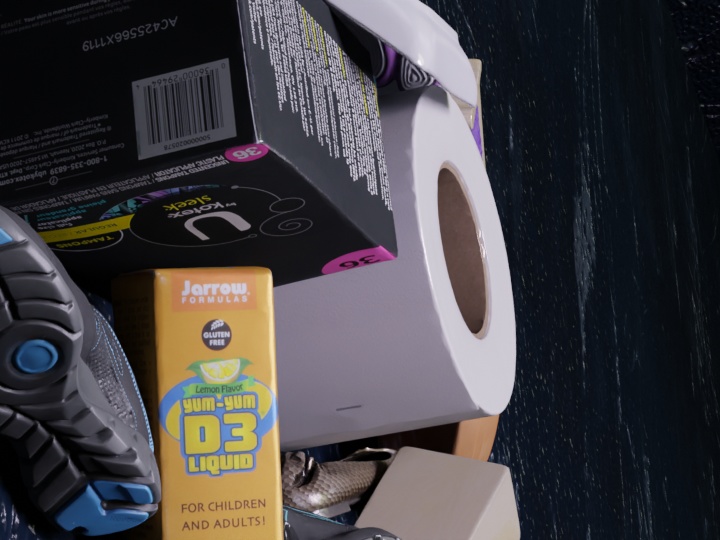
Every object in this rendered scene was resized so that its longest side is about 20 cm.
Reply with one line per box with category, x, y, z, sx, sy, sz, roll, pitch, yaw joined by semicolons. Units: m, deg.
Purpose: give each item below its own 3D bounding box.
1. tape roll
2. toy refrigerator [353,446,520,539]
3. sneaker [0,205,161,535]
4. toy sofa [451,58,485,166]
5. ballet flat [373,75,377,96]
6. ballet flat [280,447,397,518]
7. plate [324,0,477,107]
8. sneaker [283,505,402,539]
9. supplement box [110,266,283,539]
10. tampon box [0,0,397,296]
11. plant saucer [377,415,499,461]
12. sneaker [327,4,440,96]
tape roll;0.000;0.000;1.246;0.203;0.139;0.203;-10;90;-73
toy refrigerator;0.023;0.201;1.230;0.200;0.076;0.070;-57;146;-43
sneaker;-0.149;0.035;0.926;0.200;0.073;0.082;72;3;-45
toy sofa;0.048;-0.054;1.495;0.200;0.083;0.098;82;15;-50
ballet flat;-0.080;-0.141;1.156;0.200;0.071;0.065;39;39;-1
ballet flat;-0.014;0.129;1.303;0.200;0.067;0.046;-5;74;-68
plate;-0.019;-0.169;1.161;0.200;0.032;0.200;37;6;10
sneaker;-0.058;0.161;1.127;0.200;0.079;0.076;21;82;-48
supplement box;-0.079;0.098;1.011;0.069;0.066;0.201;167;-80;-67
tampon box;-0.087;-0.072;1.033;0.200;0.150;0.127;39;41;-65
plant saucer;0.054;0.071;1.416;0.200;0.037;0.201;-176;-90;-75
sneaker;0.003;-0.173;1.325;0.099;0.200;0.075;-15;132;-41
